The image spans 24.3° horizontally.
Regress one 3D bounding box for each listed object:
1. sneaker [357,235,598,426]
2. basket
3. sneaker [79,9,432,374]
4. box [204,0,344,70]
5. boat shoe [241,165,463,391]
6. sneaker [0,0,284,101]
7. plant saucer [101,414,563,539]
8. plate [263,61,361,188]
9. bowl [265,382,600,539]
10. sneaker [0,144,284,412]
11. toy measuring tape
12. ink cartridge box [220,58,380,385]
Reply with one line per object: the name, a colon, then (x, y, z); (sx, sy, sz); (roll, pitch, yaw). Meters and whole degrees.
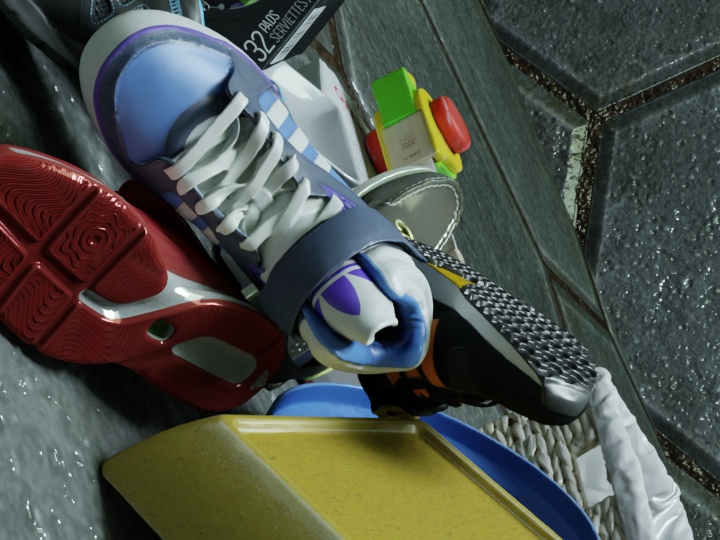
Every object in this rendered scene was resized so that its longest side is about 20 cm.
sneaker: (0.045, 0.049, 0.856); (0.070, 0.090, 0.200); (20, 11, -34)
basket: (0.173, 0.225, 1.300); (0.200, 0.161, 0.198); (54, 18, -39)
sneaker: (-0.035, -0.027, 0.776); (0.146, 0.081, 0.200); (42, -5, 46)
box: (-0.080, -0.243, 1.014); (0.200, 0.149, 0.124); (41, 15, -1)
boat shoe: (0.001, 0.003, 0.985); (0.202, 0.060, 0.072); (-40, 118, -34)
sneaker: (-0.125, -0.129, 0.850); (0.200, 0.082, 0.073); (47, 2, -10)
plant saucer: (0.016, 0.123, 0.756); (0.200, 0.049, 0.200); (6, 25, -47)
plate: (-0.091, -0.125, 0.990); (0.200, 0.032, 0.200); (36, 12, -15)
bowl: (0.035, 0.129, 0.913); (0.200, 0.039, 0.201); (22, 16, -7)
sneaker: (-0.129, -0.011, 0.779); (0.200, 0.078, 0.116); (44, 2, -44)
toy measuring tape: (0.048, -0.061, 1.139); (0.074, 0.073, 0.200); (51, 18, -48)
ink cartridge box: (-0.023, -0.027, 1.131); (0.148, 0.086, 0.200); (58, 14, -29)
